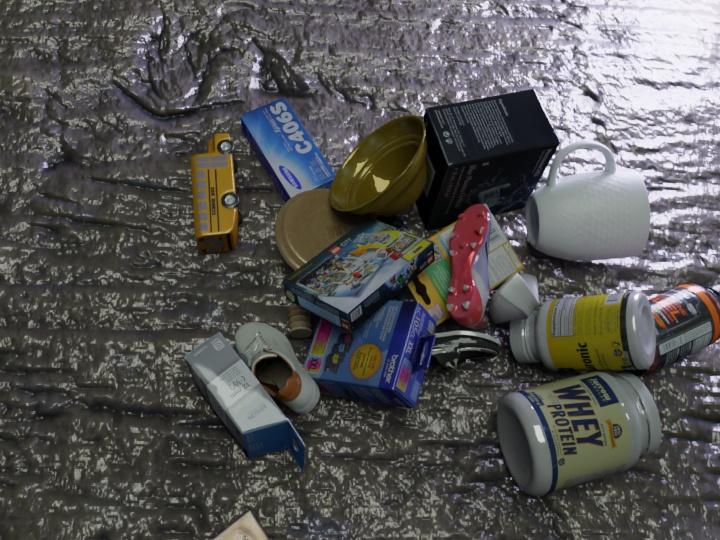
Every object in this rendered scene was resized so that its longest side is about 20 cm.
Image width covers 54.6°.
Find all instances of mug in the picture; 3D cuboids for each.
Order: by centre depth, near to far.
[{"bbox_3d":[0.373,-0.115,1.172,0.172,0.204,0.148,-5,19,-2],"label":"mug"}]

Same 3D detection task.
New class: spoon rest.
[{"bbox_3d":[0.239,0.044,1.074,0.061,0.200,0.100,43,94,9],"label":"spoon rest"}]

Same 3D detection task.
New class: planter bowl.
[{"bbox_3d":[0.048,-0.151,1.144,0.083,0.199,0.202,43,59,-31],"label":"planter bowl"}]

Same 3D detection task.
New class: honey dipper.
[{"bbox_3d":[-0.100,0.012,1.147,0.037,0.038,0.203,0,60,-6],"label":"honey dipper"}]

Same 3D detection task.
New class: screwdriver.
[{"bbox_3d":[0.081,-0.065,1.142,0.028,0.200,0.029,26,93,-32],"label":"screwdriver"}]

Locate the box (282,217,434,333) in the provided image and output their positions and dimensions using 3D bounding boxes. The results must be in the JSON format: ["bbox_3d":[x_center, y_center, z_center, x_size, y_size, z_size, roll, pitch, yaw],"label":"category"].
[{"bbox_3d":[0.000,0.000,1.049,0.135,0.038,0.199,23,47,37],"label":"box"}]

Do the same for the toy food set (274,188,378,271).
[{"bbox_3d":[-0.046,-0.051,1.158,0.196,0.049,0.201,-26,69,-30],"label":"toy food set"}]

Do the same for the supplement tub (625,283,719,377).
[{"bbox_3d":[0.505,0.088,1.126,0.197,0.107,0.108,-21,66,-16],"label":"supplement tub"}]

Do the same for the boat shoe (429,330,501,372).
[{"bbox_3d":[0.120,0.129,1.085,0.196,0.074,0.061,4,62,0],"label":"boat shoe"}]

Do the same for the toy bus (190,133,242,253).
[{"bbox_3d":[-0.245,-0.134,1.189,0.077,0.065,0.203,-7,64,-7],"label":"toy bus"}]

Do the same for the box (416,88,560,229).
[{"bbox_3d":[0.200,-0.184,1.182,0.197,0.197,0.119,-13,65,-12],"label":"box"}]

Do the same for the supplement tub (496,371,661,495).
[{"bbox_3d":[0.313,0.230,1.011,0.196,0.146,0.147,-12,64,-11],"label":"supplement tub"}]

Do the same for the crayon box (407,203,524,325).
[{"bbox_3d":[0.156,-0.006,1.151,0.198,0.052,0.127,-31,87,-20],"label":"crayon box"}]

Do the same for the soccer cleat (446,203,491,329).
[{"bbox_3d":[0.178,-0.007,1.106,0.066,0.076,0.203,-7,61,35],"label":"soccer cleat"}]

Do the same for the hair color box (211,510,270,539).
[{"bbox_3d":[-0.194,0.425,0.911,0.199,0.065,0.110,-34,70,-22],"label":"hair color box"}]

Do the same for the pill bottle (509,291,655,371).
[{"bbox_3d":[0.333,0.096,1.057,0.198,0.111,0.113,-7,55,37],"label":"pill bottle"}]

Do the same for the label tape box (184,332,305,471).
[{"bbox_3d":[-0.159,0.203,0.980,0.066,0.144,0.201,-33,70,-20],"label":"label tape box"}]

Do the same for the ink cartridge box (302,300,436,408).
[{"bbox_3d":[0.026,0.118,1.023,0.197,0.076,0.138,2,62,33],"label":"ink cartridge box"}]

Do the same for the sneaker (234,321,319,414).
[{"bbox_3d":[-0.137,0.124,1.021,0.073,0.085,0.199,-51,47,-4],"label":"sneaker"}]

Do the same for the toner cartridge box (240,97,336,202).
[{"bbox_3d":[-0.130,-0.211,1.251,0.094,0.043,0.201,-27,69,-16],"label":"toner cartridge box"}]
